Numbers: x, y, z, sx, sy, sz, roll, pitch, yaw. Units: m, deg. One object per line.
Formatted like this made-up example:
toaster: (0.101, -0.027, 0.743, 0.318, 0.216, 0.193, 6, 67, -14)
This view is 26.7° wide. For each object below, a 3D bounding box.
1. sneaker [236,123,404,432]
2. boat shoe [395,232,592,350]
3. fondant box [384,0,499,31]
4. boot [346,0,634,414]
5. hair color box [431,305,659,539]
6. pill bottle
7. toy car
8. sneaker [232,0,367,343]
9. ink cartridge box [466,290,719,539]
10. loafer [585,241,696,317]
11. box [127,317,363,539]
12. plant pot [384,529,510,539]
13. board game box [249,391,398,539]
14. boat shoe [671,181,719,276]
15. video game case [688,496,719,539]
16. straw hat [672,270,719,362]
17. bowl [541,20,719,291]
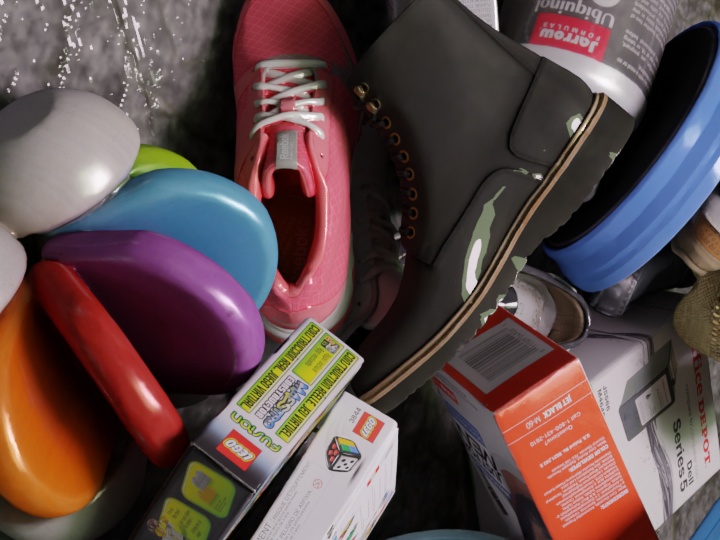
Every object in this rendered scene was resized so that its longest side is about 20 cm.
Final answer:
sneaker: (0.000, 0.000, 0.853, 0.078, 0.099, 0.200, 13, 86, -49)
boat shoe: (0.078, 0.021, 0.977, 0.200, 0.060, 0.074, 19, 81, -49)
fondant box: (0.046, -0.115, 0.863, 0.144, 0.058, 0.200, -94, 180, -75)
boot: (0.025, -0.040, 0.777, 0.138, 0.077, 0.200, 38, 88, -5)
hair color box: (0.118, 0.130, 0.911, 0.064, 0.111, 0.200, -32, 113, -10)
pill bottle: (0.142, -0.150, 0.989, 0.111, 0.111, 0.200, 35, 69, -46)
toy car: (-0.114, 0.025, 0.686, 0.200, 0.150, 0.175, -53, 131, -31)
sneaker: (-0.030, -0.065, 0.784, 0.087, 0.074, 0.200, 84, 3, -79)
ink cartridge box: (0.168, 0.115, 1.078, 0.200, 0.084, 0.146, -30, 117, -43)
loafer: (0.218, -0.016, 1.091, 0.201, 0.070, 0.068, -40, 159, -55)
box: (-0.078, 0.120, 0.719, 0.200, 0.035, 0.110, -56, 175, 38)
plant pot: (0.060, 0.295, 0.910, 0.200, 0.200, 0.196, -51, 138, -31)
board game box: (-0.026, 0.144, 0.798, 0.126, 0.035, 0.200, -57, 170, -14)
boat shoe: (0.231, -0.055, 1.032, 0.075, 0.068, 0.200, 43, 16, -7)
video game case: (0.181, 0.235, 0.876, 0.143, 0.018, 0.200, -48, 146, -26)
straw hat: (0.263, 0.027, 1.045, 0.201, 0.085, 0.201, -52, 153, -41)
bowl: (0.191, -0.080, 1.007, 0.039, 0.201, 0.201, 34, 65, -10)
